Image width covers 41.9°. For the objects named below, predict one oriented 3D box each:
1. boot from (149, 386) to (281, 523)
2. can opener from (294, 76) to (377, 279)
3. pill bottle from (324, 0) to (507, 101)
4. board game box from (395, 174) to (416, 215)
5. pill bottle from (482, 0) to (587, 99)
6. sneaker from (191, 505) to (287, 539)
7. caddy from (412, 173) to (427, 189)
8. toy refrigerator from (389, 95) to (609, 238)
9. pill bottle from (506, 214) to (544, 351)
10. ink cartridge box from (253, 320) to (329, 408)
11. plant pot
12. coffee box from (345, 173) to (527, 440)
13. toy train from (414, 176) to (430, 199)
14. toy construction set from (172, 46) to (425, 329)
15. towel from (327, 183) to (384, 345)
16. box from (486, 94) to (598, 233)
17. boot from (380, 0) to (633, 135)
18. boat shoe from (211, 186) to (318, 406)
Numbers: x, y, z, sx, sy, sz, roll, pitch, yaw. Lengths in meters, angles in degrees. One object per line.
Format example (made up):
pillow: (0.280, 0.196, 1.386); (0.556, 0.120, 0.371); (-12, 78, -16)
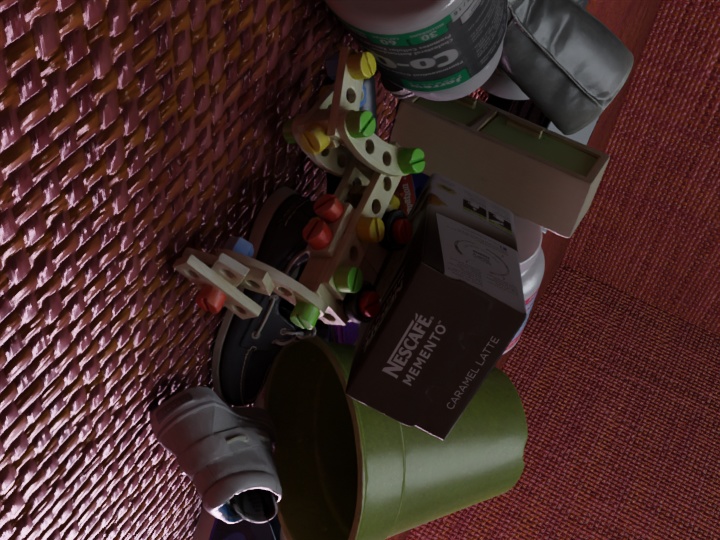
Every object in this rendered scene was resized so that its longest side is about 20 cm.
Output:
boot: (-0.098, 0.160, 0.746); (0.073, 0.096, 0.200); (-35, 159, 2)
can opener: (-0.011, -0.067, 0.744); (0.078, 0.063, 0.201); (-14, 129, -32)
pill bottle: (0.044, -0.191, 0.658); (0.114, 0.113, 0.200); (-65, 164, 2)
board game box: (0.044, -0.022, 1.010); (0.200, 0.019, 0.103); (92, -9, -56)
pill bottle: (0.164, -0.272, 0.907); (0.113, 0.113, 0.200); (-54, 162, -34)
sneaker: (-0.090, 0.289, 0.917); (0.081, 0.146, 0.201); (-39, 150, -58)
caddy: (0.119, -0.093, 1.082); (0.142, 0.105, 0.200); (-54, 163, -30)
toy refrigerator: (0.134, -0.115, 0.919); (0.076, 0.199, 0.070); (-44, 155, -50)
pill bottle: (0.141, 0.010, 1.028); (0.109, 0.108, 0.200); (-57, 165, -26)
ink cartridge box: (-0.043, 0.091, 0.969); (0.200, 0.042, 0.120); (-40, 152, -60)
plant pot: (0.038, 0.149, 0.825); (0.189, 0.200, 0.201); (-1, 125, -27)
coffee box: (0.058, 0.017, 0.704); (0.115, 0.079, 0.200); (-61, -175, 22)
toy train: (0.073, -0.039, 1.023); (0.200, 0.046, 0.034); (96, 15, -56)
toy construction set: (-0.028, -0.039, 0.640); (0.200, 0.092, 0.131); (-54, 133, -16)
towel: (0.000, 0.000, 0.911); (0.144, 0.023, 0.201); (-57, 152, -43)
box: (0.214, -0.167, 1.206); (0.079, 0.141, 0.201); (20, 98, -35)
boot: (0.136, -0.181, 0.840); (0.182, 0.073, 0.200); (-43, 139, 13)
boat shoe: (-0.066, 0.035, 0.747); (0.073, 0.062, 0.201); (-38, 150, -59)
